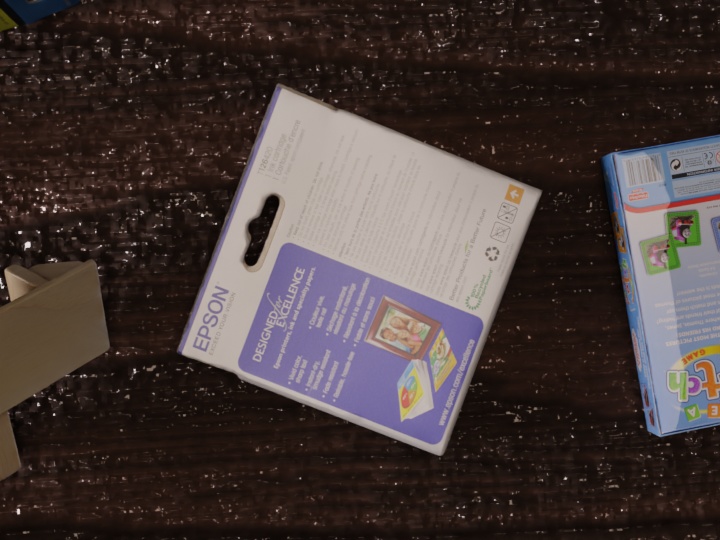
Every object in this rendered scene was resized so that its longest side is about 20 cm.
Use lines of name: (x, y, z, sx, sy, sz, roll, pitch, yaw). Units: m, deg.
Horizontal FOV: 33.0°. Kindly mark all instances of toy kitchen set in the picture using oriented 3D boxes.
toy kitchen set: (-0.292, 0.021, 0.822, 0.163, 0.179, 0.202, -31, 131, -39)

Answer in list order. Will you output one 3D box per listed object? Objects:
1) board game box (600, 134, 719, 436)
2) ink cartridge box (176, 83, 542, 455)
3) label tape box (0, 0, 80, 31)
board game box: (0.263, 0.004, 0.869, 0.150, 0.037, 0.202, -10, 89, -4)
ink cartridge box: (0.000, 0.000, 0.848, 0.198, 0.047, 0.199, 22, 89, -2)
label tape box: (-0.293, -0.183, 0.777, 0.198, 0.143, 0.067, -20, 91, -4)
